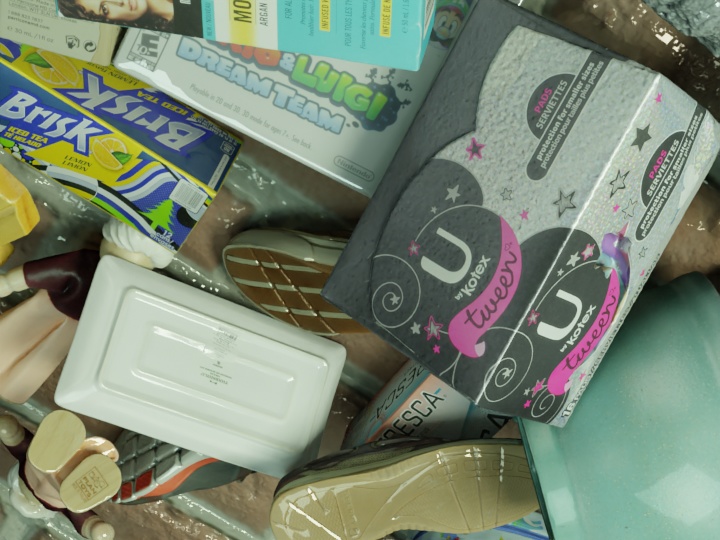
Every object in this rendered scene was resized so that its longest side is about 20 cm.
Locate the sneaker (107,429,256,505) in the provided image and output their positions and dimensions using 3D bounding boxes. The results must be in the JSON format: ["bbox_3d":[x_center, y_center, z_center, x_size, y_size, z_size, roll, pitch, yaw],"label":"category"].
[{"bbox_3d":[-0.118,0.145,1.111,0.200,0.077,0.082,-24,136,38],"label":"sneaker"}]

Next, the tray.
[{"bbox_3d":[-0.102,0.071,1.004,0.200,0.108,0.022,22,165,-26],"label":"tray"}]

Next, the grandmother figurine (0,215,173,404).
[{"bbox_3d":[-0.203,0.023,1.041,0.200,0.061,0.121,-40,150,27],"label":"grandmother figurine"}]

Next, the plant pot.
[{"bbox_3d":[0.170,0.113,0.906,0.134,0.200,0.201,-14,122,3],"label":"plant pot"}]

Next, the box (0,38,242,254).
[{"bbox_3d":[-0.182,-0.099,0.950,0.200,0.070,0.064,32,127,-10],"label":"box"}]

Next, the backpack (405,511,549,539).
[{"bbox_3d":[0.120,0.256,1.103,0.200,0.154,0.163,43,131,-2],"label":"backpack"}]

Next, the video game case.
[{"bbox_3d":[-0.017,-0.156,0.851,0.200,0.024,0.182,27,99,-6],"label":"video game case"}]

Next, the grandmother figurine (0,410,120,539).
[{"bbox_3d":[-0.227,0.155,1.093,0.121,0.060,0.200,60,157,-2],"label":"grandmother figurine"}]

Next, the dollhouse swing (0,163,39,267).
[{"bbox_3d":[-0.343,-0.031,0.965,0.200,0.182,0.176,46,165,-19],"label":"dollhouse swing"}]

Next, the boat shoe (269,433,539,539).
[{"bbox_3d":[0.035,0.143,0.998,0.199,0.065,0.072,-12,115,-2],"label":"boat shoe"}]

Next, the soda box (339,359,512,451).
[{"bbox_3d":[0.061,0.093,1.035,0.068,0.064,0.200,32,127,-10],"label":"soda box"}]

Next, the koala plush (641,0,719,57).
[{"bbox_3d":[0.207,-0.222,0.720,0.177,0.184,0.200,37,113,-14],"label":"koala plush"}]

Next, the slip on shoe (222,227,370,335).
[{"bbox_3d":[0.000,0.000,0.988,0.200,0.061,0.076,6,129,33],"label":"slip on shoe"}]

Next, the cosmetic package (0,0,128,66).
[{"bbox_3d":[-0.152,-0.232,0.829,0.073,0.104,0.200,16,128,0],"label":"cosmetic package"}]

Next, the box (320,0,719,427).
[{"bbox_3d":[0.093,-0.032,0.825,0.132,0.115,0.200,33,99,35],"label":"box"}]

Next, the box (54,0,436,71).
[{"bbox_3d":[-0.060,-0.164,0.754,0.199,0.049,0.082,9,134,8],"label":"box"}]
